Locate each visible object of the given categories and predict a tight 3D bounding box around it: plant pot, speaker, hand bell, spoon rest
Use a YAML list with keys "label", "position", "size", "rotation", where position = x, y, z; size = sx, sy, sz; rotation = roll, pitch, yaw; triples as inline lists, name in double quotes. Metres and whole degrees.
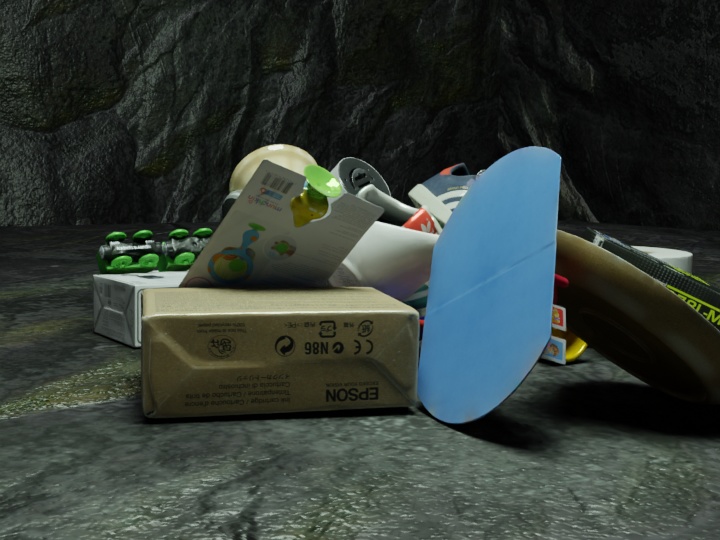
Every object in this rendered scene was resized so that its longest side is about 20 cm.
- label: "plant pot"
  position: [0.195, 0.040, 0.769]
  size: [0.199, 0.028, 0.200]
  rotation: [36, -7, 5]
- label: "speaker"
  position: [-0.051, -0.047, 1.271]
  size: [0.081, 0.082, 0.200]
  rotation: [-6, -30, -48]
- label: "hand bell"
  position: [-0.071, -0.030, 1.082]
  size: [0.103, 0.105, 0.201]
  rotation: [-1, 41, -17]
- label: "spoon rest"
  position: [0.032, -0.003, 0.903]
  size: [0.061, 0.100, 0.199]
  rotation: [-41, 29, -25]

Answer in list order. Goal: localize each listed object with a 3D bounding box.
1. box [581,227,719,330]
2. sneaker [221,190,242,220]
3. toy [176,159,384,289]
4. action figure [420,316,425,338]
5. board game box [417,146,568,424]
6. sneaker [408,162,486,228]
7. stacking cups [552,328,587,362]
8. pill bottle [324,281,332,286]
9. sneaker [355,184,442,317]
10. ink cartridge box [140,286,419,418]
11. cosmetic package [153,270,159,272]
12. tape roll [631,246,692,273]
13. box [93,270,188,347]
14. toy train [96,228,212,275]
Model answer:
- label: "box"
  position: [0.308, 0.020, 1.027]
  size: [0.191, 0.048, 0.200]
  rotation: [24, 8, 6]
- label: "sneaker"
  position: [-0.111, -0.004, 1.008]
  size: [0.076, 0.079, 0.201]
  rotation: [-8, 47, -16]
- label: "toy"
  position: [-0.081, -0.015, 0.880]
  size: [0.114, 0.200, 0.048]
  rotation: [20, 41, -28]
- label: "action figure"
  position: [0.008, 0.056, 0.946]
  size: [0.065, 0.052, 0.199]
  rotation: [1, 5, -43]
- label: "board game box"
  position: [0.102, 0.015, 0.736]
  size: [0.039, 0.202, 0.158]
  rotation: [21, -29, -22]
- label: "sneaker"
  position: [0.126, -0.055, 1.080]
  size: [0.084, 0.075, 0.200]
  rotation: [-36, 41, -3]
- label: "stacking cups"
  position: [0.135, 0.049, 1.021]
  size: [0.060, 0.061, 0.199]
  rotation: [-3, 4, -33]
- label: "pill bottle"
  position: [0.000, 0.000, 1.127]
  size: [0.112, 0.115, 0.199]
  rotation: [-3, -1, -34]
- label: "sneaker"
  position: [0.061, -0.003, 0.950]
  size: [0.199, 0.094, 0.070]
  rotation: [39, 64, 21]
- label: "ink cartridge box"
  position: [-0.069, 0.057, 0.798]
  size: [0.197, 0.076, 0.165]
  rotation: [-1, 5, -11]
- label: "cosmetic package"
  position: [-0.178, 0.027, 1.195]
  size: [0.198, 0.051, 0.082]
  rotation: [-4, 11, -34]
- label: "tape roll"
  position: [0.330, 0.008, 1.364]
  size: [0.199, 0.072, 0.202]
  rotation: [0, 6, 0]
- label: "box"
  position: [-0.164, 0.034, 1.082]
  size: [0.198, 0.061, 0.116]
  rotation: [-4, 7, -36]
- label: "toy train"
  position: [-0.191, -0.018, 1.137]
  size: [0.198, 0.042, 0.056]
  rotation: [-4, -27, -33]
